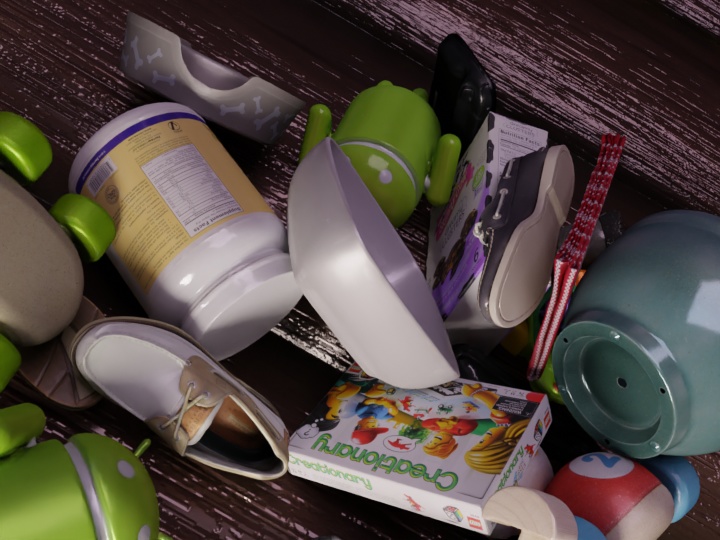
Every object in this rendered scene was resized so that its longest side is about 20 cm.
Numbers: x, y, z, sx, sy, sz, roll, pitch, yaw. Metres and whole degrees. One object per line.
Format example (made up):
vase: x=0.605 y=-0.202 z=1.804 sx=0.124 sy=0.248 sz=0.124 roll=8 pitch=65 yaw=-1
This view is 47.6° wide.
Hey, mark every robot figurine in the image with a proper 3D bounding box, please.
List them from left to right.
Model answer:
robot figurine: x=-0.228 y=0.182 z=0.552 sx=0.198 sy=0.115 sz=0.178 roll=-13 pitch=85 yaw=-33
robot figurine: x=0.020 y=-0.121 z=0.894 sx=0.173 sy=0.116 sz=0.201 roll=17 pitch=51 yaw=10

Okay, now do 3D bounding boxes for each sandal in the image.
sandal: x=-0.275 y=0.046 z=0.686 sx=0.199 sy=0.054 sz=0.080 roll=33 pitch=59 yaw=21

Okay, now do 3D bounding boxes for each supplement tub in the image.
supplement tub: x=-0.153 y=-0.034 z=0.734 sx=0.145 sy=0.146 sz=0.201 roll=-27 pitch=70 yaw=-36

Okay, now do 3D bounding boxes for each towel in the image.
towel: x=0.191 y=-0.016 z=0.733 sx=0.022 sy=0.146 sz=0.201 roll=19 pitch=46 yaw=15

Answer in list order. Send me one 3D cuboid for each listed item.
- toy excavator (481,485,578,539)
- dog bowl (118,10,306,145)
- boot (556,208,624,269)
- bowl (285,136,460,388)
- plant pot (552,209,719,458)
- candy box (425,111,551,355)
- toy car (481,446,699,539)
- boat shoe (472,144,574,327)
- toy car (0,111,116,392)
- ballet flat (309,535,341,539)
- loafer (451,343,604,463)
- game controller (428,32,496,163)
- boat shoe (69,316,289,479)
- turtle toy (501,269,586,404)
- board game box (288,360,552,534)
toy excavator: x=0.064 y=0.262 z=0.560 sx=0.100 sy=0.198 sz=0.197 roll=29 pitch=49 yaw=-45
dog bowl: x=-0.156 y=-0.193 z=0.841 sx=0.198 sy=0.059 sz=0.200 roll=27 pitch=8 yaw=-4
boot: x=0.237 y=-0.027 z=0.941 sx=0.129 sy=0.200 sz=0.069 roll=-12 pitch=84 yaw=17
bowl: x=0.000 y=0.000 z=0.727 sx=0.200 sy=0.074 sz=0.201 roll=54 pitch=13 yaw=-33
plant pot: x=0.243 y=0.068 z=0.667 sx=0.133 sy=0.201 sz=0.201 roll=-26 pitch=69 yaw=-30
candy box: x=0.126 y=-0.030 z=0.841 sx=0.071 sy=0.168 sz=0.202 roll=16 pitch=51 yaw=-10
toy car: x=0.147 y=0.189 z=0.706 sx=0.183 sy=0.178 sz=0.200 roll=-16 pitch=51 yaw=-44
boat shoe: x=0.133 y=-0.031 z=0.713 sx=0.073 sy=0.062 sz=0.201 roll=59 pitch=46 yaw=-37
toy car: x=-0.327 y=-0.009 z=0.635 sx=0.159 sy=0.198 sz=0.165 roll=58 pitch=42 yaw=-36
ballet flat: x=-0.053 y=0.291 z=0.601 sx=0.066 sy=0.057 sz=0.202 roll=20 pitch=50 yaw=-8
loafer: x=0.153 y=0.151 z=0.799 sx=0.200 sy=0.068 sz=0.071 roll=36 pitch=79 yaw=-3
game controller: x=0.108 y=-0.169 z=0.920 sx=0.042 sy=0.201 sz=0.105 roll=-14 pitch=63 yaw=-10
boat shoe: x=-0.132 y=0.102 z=0.641 sx=0.199 sy=0.075 sz=0.068 roll=33 pitch=3 yaw=-31
turtle toy: x=0.225 y=0.075 z=0.844 sx=0.145 sy=0.101 sz=0.200 roll=39 pitch=42 yaw=6
board game box: x=0.045 y=0.140 z=0.691 sx=0.198 sy=0.035 sz=0.126 roll=5 pitch=37 yaw=36
